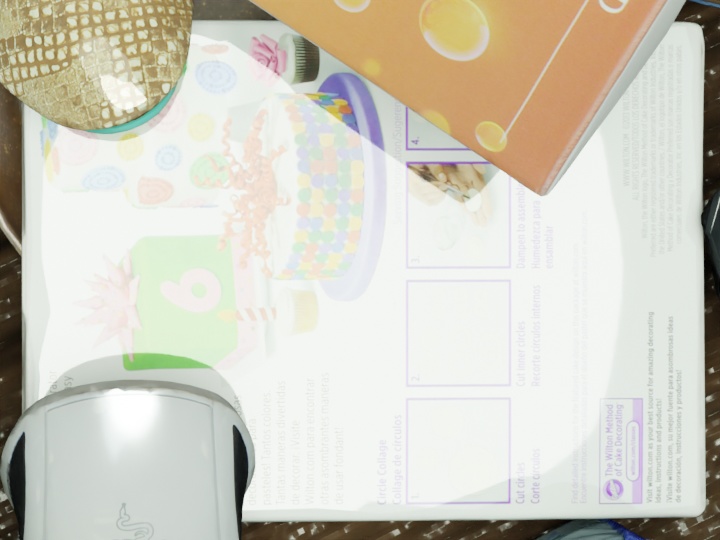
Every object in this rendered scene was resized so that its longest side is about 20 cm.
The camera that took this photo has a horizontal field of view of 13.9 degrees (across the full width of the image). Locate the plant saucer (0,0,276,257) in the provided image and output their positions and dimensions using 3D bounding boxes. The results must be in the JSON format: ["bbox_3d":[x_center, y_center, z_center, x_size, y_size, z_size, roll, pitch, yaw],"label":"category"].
[{"bbox_3d":[-0.027,-0.067,0.916,0.199,0.034,0.201,0,92,-5],"label":"plant saucer"}]

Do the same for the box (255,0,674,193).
[{"bbox_3d":[0.007,-0.137,0.757,0.200,0.098,0.125,34,132,4],"label":"box"}]

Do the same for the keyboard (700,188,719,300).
[{"bbox_3d":[0.188,-0.039,0.895,0.200,0.040,0.104,-41,139,-18],"label":"keyboard"}]

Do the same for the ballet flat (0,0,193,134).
[{"bbox_3d":[-0.099,-0.126,0.841,0.070,0.065,0.200,-20,53,-7],"label":"ballet flat"}]

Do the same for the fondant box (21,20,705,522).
[{"bbox_3d":[0.000,0.000,0.875,0.199,0.058,0.145,0,91,-5],"label":"fondant box"}]

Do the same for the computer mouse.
[{"bbox_3d":[-0.068,0.100,0.845,0.109,0.200,0.044,-2,55,-4],"label":"computer mouse"}]

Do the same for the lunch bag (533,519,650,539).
[{"bbox_3d":[0.036,0.165,0.856,0.127,0.170,0.201,28,89,-3],"label":"lunch bag"}]

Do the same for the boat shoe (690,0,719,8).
[{"bbox_3d":[0.054,-0.131,0.861,0.199,0.072,0.072,29,110,0],"label":"boat shoe"}]
